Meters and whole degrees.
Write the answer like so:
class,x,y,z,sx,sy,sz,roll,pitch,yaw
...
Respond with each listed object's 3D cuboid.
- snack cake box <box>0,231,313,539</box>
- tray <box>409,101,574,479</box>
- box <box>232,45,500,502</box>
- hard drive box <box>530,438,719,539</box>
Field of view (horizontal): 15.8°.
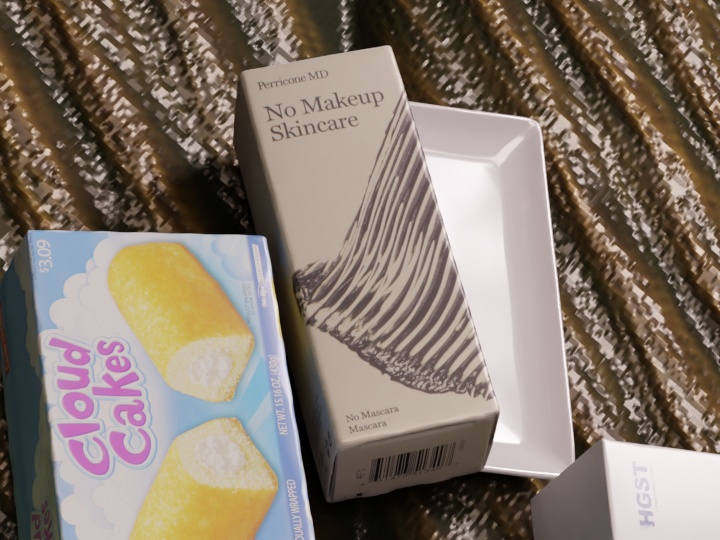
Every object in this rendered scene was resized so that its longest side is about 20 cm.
class,x,y,z,sx,sy,sz,roll,pitch,yaw
snack cake box,-0.091,0.086,1.143,0.114,0.067,0.201,1,62,-23
tray,0.045,0.010,1.277,0.107,0.022,0.201,7,60,-20
box,0.000,0.000,1.212,0.082,0.068,0.201,-12,64,-11
hard drive box,0.188,0.174,1.207,0.199,0.077,0.157,8,60,-23
